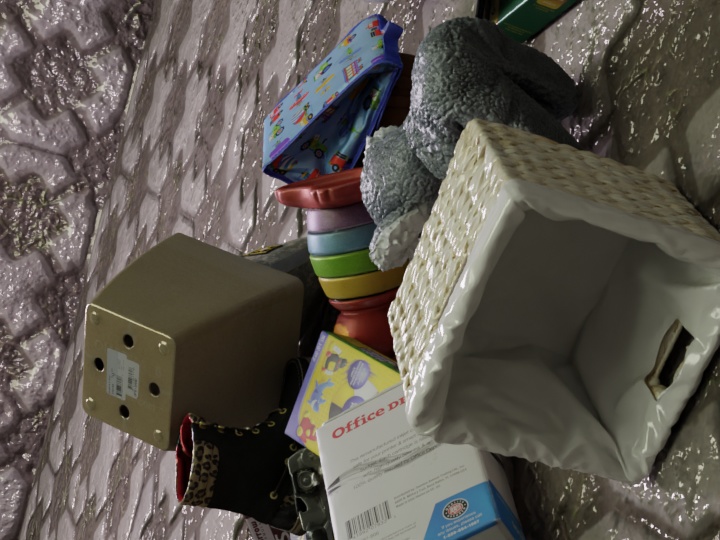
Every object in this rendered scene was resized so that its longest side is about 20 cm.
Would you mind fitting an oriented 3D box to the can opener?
[{"bbox_3d":[-0.031,0.277,1.565,0.067,0.053,0.201,111,146,-75],"label":"can opener"}]

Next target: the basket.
[{"bbox_3d":[0.140,0.020,1.128,0.161,0.199,0.199,-112,40,-61],"label":"basket"}]

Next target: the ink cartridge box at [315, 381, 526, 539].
[{"bbox_3d":[0.052,0.195,1.325,0.144,0.084,0.200,-28,37,11],"label":"ink cartridge box"}]

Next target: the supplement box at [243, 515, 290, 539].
[{"bbox_3d":[-0.131,0.239,1.846,0.200,0.061,0.109,-120,9,-62],"label":"supplement box"}]

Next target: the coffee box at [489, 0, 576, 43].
[{"bbox_3d":[0.186,-0.306,1.434,0.200,0.044,0.124,150,131,-64],"label":"coffee box"}]

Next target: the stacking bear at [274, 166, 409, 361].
[{"bbox_3d":[0.000,0.000,1.599,0.121,0.113,0.201,4,109,58],"label":"stacking bear"}]

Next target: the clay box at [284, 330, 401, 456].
[{"bbox_3d":[0.017,0.147,1.493,0.200,0.047,0.116,26,97,48],"label":"clay box"}]

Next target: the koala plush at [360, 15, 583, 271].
[{"bbox_3d":[0.074,-0.103,1.340,0.200,0.183,0.178,-40,36,30],"label":"koala plush"}]

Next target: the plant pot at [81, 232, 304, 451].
[{"bbox_3d":[-0.201,0.095,1.717,0.199,0.177,0.201,20,114,31],"label":"plant pot"}]

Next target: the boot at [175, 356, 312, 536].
[{"bbox_3d":[-0.117,0.176,1.642,0.073,0.150,0.201,140,138,-58],"label":"boot"}]

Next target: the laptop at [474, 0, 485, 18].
[{"bbox_3d":[0.085,-0.328,1.553,0.177,0.103,0.201,90,-170,-68],"label":"laptop"}]

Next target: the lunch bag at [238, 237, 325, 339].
[{"bbox_3d":[-0.126,0.039,1.863,0.118,0.164,0.200,47,125,12],"label":"lunch bag"}]

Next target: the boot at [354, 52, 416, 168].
[{"bbox_3d":[0.046,-0.161,1.701,0.200,0.076,0.156,-130,60,-75],"label":"boot"}]

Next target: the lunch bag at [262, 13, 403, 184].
[{"bbox_3d":[-0.020,-0.193,1.689,0.200,0.094,0.151,-54,18,21],"label":"lunch bag"}]

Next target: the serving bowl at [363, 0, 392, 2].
[{"bbox_3d":[0.057,-0.400,1.763,0.200,0.065,0.201,17,-90,-84],"label":"serving bowl"}]

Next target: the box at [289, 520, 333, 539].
[{"bbox_3d":[-0.033,0.215,1.686,0.201,0.048,0.159,-102,32,-50],"label":"box"}]
